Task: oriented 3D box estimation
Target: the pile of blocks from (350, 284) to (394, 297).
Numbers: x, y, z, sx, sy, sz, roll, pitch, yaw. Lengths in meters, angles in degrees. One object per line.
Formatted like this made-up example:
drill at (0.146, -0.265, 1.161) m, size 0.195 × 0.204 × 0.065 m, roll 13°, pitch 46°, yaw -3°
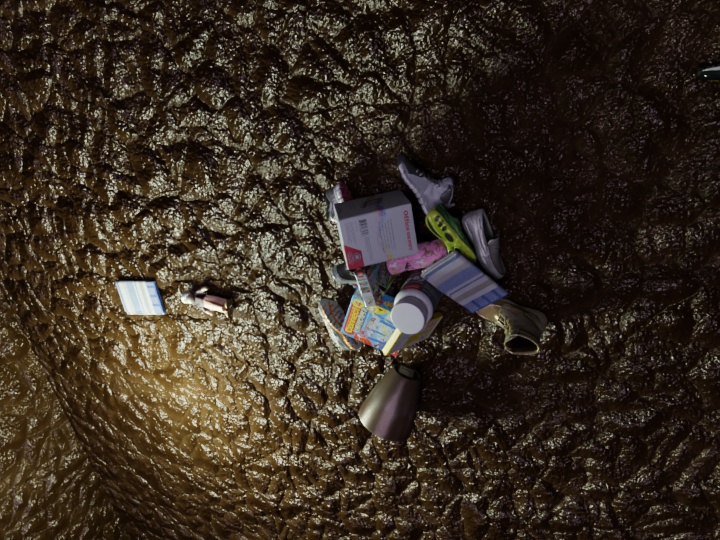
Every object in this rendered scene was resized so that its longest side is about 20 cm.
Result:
pile of blocks at (0.011, 0.052, 1.658) m, size 0.199 × 0.062 × 0.083 m, roll 32°, pitch 125°, yaw 6°

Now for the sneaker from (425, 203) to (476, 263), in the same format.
sneaker at (0.250, -0.094, 1.428) m, size 0.074 × 0.084 × 0.200 m, roll -13°, pitch 125°, yaw 45°

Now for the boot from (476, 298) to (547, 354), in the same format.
boot at (0.399, 0.151, 1.477) m, size 0.198 × 0.156 × 0.074 m, roll 17°, pitch 124°, yaw 18°

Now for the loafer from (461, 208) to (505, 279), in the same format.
loafer at (0.339, -0.070, 1.440) m, size 0.069 × 0.070 × 0.201 m, roll -20°, pitch 106°, yaw 40°

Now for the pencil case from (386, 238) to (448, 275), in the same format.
pencil case at (0.171, -0.039, 1.526) m, size 0.198 × 0.086 × 0.084 m, roll -9°, pitch 89°, yaw 29°

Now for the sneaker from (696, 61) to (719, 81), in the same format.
sneaker at (0.779, -0.368, 1.080) m, size 0.197 × 0.070 × 0.091 m, roll 6°, pitch 115°, yaw 19°

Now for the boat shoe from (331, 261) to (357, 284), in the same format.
boat shoe at (0.000, 0.000, 1.558) m, size 0.063 × 0.199 × 0.071 m, roll -30°, pitch 78°, yaw 32°

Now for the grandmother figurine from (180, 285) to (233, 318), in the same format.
grandmother figurine at (-0.557, 0.109, 1.952) m, size 0.197 × 0.061 × 0.123 m, roll 10°, pitch 111°, yaw 17°

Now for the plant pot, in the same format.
plant pot at (0.114, 0.407, 1.748) m, size 0.185 × 0.187 × 0.202 m, roll 25°, pitch 109°, yaw 10°

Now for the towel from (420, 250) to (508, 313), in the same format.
towel at (0.278, 0.032, 1.461) m, size 0.199 × 0.024 × 0.147 m, roll 35°, pitch 139°, yaw -16°

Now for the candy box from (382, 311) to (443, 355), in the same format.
candy box at (0.155, 0.182, 1.585) m, size 0.026 × 0.199 × 0.103 m, roll 46°, pitch 128°, yaw 27°

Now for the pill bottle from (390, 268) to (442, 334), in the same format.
pill bottle at (0.160, 0.083, 1.523) m, size 0.112 × 0.200 × 0.115 m, roll 10°, pitch 120°, yaw 18°

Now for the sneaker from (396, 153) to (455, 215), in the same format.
sneaker at (0.186, -0.241, 1.425) m, size 0.115 × 0.075 × 0.201 m, roll -24°, pitch 114°, yaw 27°

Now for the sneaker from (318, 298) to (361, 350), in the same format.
sneaker at (-0.080, 0.183, 1.765) m, size 0.077 × 0.078 × 0.201 m, roll -25°, pitch 100°, yaw 46°

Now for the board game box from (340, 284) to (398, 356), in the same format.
board game box at (0.054, 0.153, 1.656) m, size 0.194 × 0.056 × 0.201 m, roll 23°, pitch 138°, yaw 4°

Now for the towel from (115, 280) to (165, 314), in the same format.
towel at (-0.852, 0.104, 2.103) m, size 0.197 × 0.024 × 0.149 m, roll -1°, pitch 113°, yaw 23°

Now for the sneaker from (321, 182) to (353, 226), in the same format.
sneaker at (-0.054, -0.152, 1.576) m, size 0.087 × 0.074 × 0.202 m, roll -10°, pitch 109°, yaw 31°

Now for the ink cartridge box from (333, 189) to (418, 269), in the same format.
ink cartridge box at (0.041, -0.114, 1.464) m, size 0.197 × 0.145 × 0.147 m, roll -12°, pitch 115°, yaw -3°

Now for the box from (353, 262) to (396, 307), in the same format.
box at (0.048, 0.006, 1.533) m, size 0.034 × 0.200 × 0.111 m, roll -8°, pitch 113°, yaw 27°
